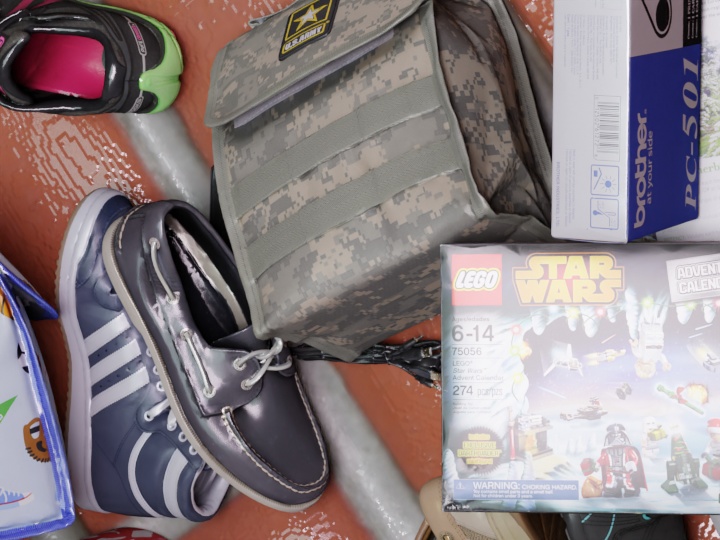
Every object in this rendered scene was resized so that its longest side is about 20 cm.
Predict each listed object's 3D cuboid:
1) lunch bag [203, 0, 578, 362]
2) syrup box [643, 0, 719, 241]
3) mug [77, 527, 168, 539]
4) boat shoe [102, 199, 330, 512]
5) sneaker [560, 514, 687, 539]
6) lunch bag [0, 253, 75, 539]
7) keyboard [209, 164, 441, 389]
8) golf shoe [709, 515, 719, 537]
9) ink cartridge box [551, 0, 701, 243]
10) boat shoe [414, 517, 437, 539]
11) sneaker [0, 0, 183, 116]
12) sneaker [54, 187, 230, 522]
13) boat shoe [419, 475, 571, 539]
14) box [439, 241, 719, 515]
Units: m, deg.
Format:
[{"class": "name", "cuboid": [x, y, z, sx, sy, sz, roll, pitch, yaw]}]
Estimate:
[{"class": "lunch bag", "cuboid": [0.006, -0.078, 1.505, 0.164, 0.118, 0.200, -27, 65, 27]}, {"class": "syrup box", "cuboid": [0.183, -0.089, 1.436, 0.079, 0.081, 0.201, -9, 93, 27]}, {"class": "mug", "cuboid": [-0.163, 0.230, 1.600, 0.177, 0.200, 0.134, 16, 104, 24]}, {"class": "boat shoe", "cuboid": [-0.074, 0.048, 1.573, 0.200, 0.073, 0.063, 58, 143, -2]}, {"class": "sneaker", "cuboid": [0.141, 0.093, 1.454, 0.079, 0.075, 0.200, -12, 113, 33]}, {"class": "lunch bag", "cuboid": [-0.240, 0.057, 1.622, 0.124, 0.170, 0.200, -14, 93, -13]}, {"class": "keyboard", "cuboid": [0.000, 0.000, 1.582, 0.200, 0.021, 0.127, 4, 94, 28]}, {"class": "golf shoe", "cuboid": [0.229, 0.160, 1.446, 0.075, 0.091, 0.200, -35, 80, 28]}, {"class": "ink cartridge box", "cuboid": [0.132, -0.119, 1.358, 0.044, 0.094, 0.201, 5, 101, 28]}, {"class": "boat shoe", "cuboid": [0.075, 0.137, 1.532, 0.076, 0.074, 0.200, 32, 111, 20]}, {"class": "sneaker", "cuboid": [-0.202, -0.134, 1.630, 0.200, 0.084, 0.077, 8, 101, 26]}, {"class": "sneaker", "cuboid": [-0.118, 0.054, 1.622, 0.108, 0.070, 0.200, 10, 109, 30]}, {"class": "boat shoe", "cuboid": [0.099, 0.176, 1.493, 0.064, 0.071, 0.200, -17, 121, 24]}, {"class": "box", "cuboid": [0.140, 0.053, 1.384, 0.199, 0.040, 0.137, -1, 90, 11]}]
